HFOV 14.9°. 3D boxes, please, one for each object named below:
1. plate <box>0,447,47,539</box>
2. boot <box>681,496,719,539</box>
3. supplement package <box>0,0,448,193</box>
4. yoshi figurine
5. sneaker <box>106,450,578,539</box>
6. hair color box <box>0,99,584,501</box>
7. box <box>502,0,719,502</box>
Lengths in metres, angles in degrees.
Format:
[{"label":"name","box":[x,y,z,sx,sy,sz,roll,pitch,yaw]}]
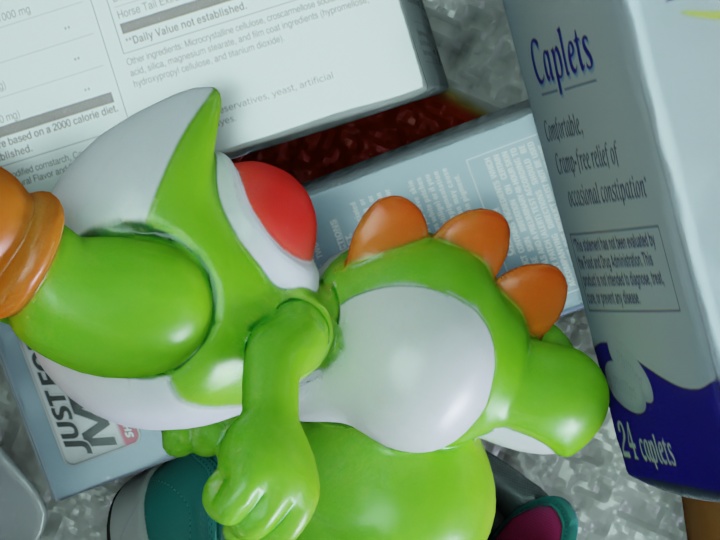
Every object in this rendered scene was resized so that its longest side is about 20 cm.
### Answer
[{"label":"plate","box":[-0.226,0.068,0.812,0.200,0.032,0.200,-42,85,-6]},{"label":"boot","box":[0.114,0.077,0.815,0.200,0.074,0.155,-33,90,-10]},{"label":"supplement package","box":[-0.076,-0.124,0.776,0.151,0.152,0.200,-17,92,4]},{"label":"yoshi figurine","box":[-0.033,0.035,0.700,0.200,0.112,0.112,15,52,-25]},{"label":"sneaker","box":[0.024,0.119,0.805,0.121,0.084,0.200,-36,89,36]},{"label":"hair color box","box":[0.000,0.000,0.805,0.200,0.099,0.061,-20,93,5]},{"label":"box","box":[0.141,-0.062,0.704,0.184,0.105,0.200,-16,92,-9]}]
